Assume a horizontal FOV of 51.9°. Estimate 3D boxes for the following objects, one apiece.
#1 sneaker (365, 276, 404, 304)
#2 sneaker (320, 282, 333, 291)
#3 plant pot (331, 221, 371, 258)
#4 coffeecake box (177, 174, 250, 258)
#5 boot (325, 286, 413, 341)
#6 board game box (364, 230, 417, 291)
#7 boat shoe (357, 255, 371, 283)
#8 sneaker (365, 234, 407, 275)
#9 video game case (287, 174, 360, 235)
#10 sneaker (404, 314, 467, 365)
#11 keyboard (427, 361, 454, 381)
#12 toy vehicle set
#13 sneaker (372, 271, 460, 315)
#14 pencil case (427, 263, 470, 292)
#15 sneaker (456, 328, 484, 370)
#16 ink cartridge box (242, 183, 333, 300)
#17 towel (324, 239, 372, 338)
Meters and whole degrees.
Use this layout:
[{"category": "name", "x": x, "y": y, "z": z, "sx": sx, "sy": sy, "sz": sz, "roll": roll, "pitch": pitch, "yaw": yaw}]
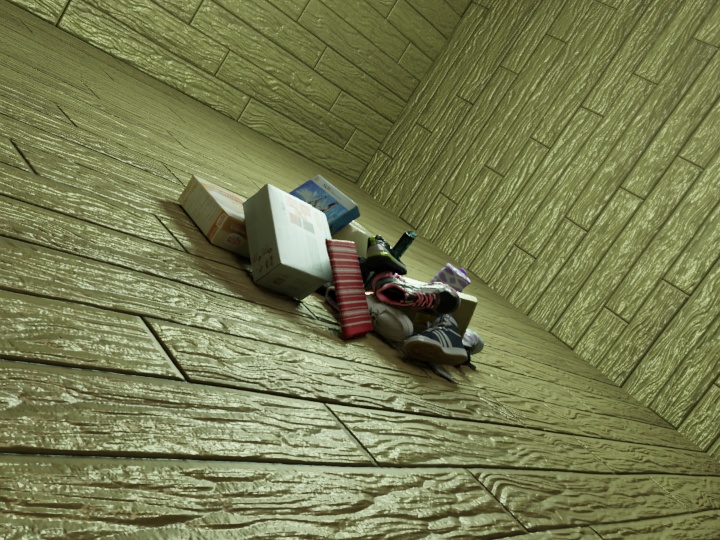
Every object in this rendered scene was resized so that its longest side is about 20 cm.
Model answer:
[{"category": "sneaker", "x": 0.057, "y": 0.054, "z": 1.767, "sx": 0.200, "sy": 0.112, "sz": 0.078, "roll": 22, "pitch": 15, "yaw": -44}, {"category": "sneaker", "x": -0.064, "y": 0.000, "z": 1.733, "sx": 0.075, "sy": 0.076, "sz": 0.200, "roll": 22, "pitch": 8, "yaw": 1}, {"category": "plant pot", "x": -0.047, "y": -0.064, "z": 1.940, "sx": 0.200, "sy": 0.135, "sz": 0.200, "roll": 31, "pitch": 10, "yaw": -6}, {"category": "coffeecake box", "x": -0.284, "y": -0.110, "z": 1.604, "sx": 0.153, "sy": 0.073, "sz": 0.200, "roll": 24, "pitch": 14, "yaw": -45}, {"category": "boot", "x": 0.014, "y": 0.095, "z": 1.608, "sx": 0.200, "sy": 0.074, "sz": 0.096, "roll": 29, "pitch": 14, "yaw": 25}, {"category": "board game box", "x": 0.071, "y": -0.016, "z": 1.887, "sx": 0.028, "sy": 0.200, "sz": 0.135, "roll": 38, "pitch": 11, "yaw": 4}, {"category": "boat shoe", "x": -0.001, "y": -0.002, "z": 1.749, "sx": 0.199, "sy": 0.066, "sz": 0.075, "roll": 58, "pitch": 9, "yaw": -83}, {"category": "sneaker", "x": 0.059, "y": -0.034, "z": 1.688, "sx": 0.200, "sy": 0.072, "sz": 0.083, "roll": 42, "pitch": 39, "yaw": -72}, {"category": "video game case", "x": -0.133, "y": -0.145, "z": 1.899, "sx": 0.181, "sy": 0.200, "sz": 0.045, "roll": 41, "pitch": -22, "yaw": 39}, {"category": "sneaker", "x": 0.158, "y": 0.141, "z": 1.636, "sx": 0.200, "sy": 0.070, "sz": 0.109, "roll": 21, "pitch": 50, "yaw": -46}, {"category": "keyboard", "x": 0.160, "y": 0.196, "z": 1.715, "sx": 0.056, "sy": 0.011, "sz": 0.200, "roll": 28, "pitch": 12, "yaw": -27}, {"category": "toy vehicle set", "x": 0.157, "y": 0.095, "z": 1.715, "sx": 0.200, "sy": 0.124, "sz": 0.027, "roll": 16, "pitch": 23, "yaw": -10}, {"category": "sneaker", "x": 0.120, "y": 0.060, "z": 1.619, "sx": 0.200, "sy": 0.079, "sz": 0.095, "roll": 11, "pitch": 12, "yaw": 3}, {"category": "pencil case", "x": 0.189, "y": 0.073, "z": 1.871, "sx": 0.084, "sy": 0.200, "sz": 0.085, "roll": 48, "pitch": 13, "yaw": 20}, {"category": "sneaker", "x": 0.255, "y": 0.202, "z": 1.825, "sx": 0.200, "sy": 0.078, "sz": 0.140, "roll": 14, "pitch": 21, "yaw": -35}, {"category": "ink cartridge box", "x": -0.140, "y": -0.050, "z": 1.514, "sx": 0.175, "sy": 0.084, "sz": 0.200, "roll": 24, "pitch": 42, "yaw": -44}, {"category": "towel", "x": -0.025, "y": 0.038, "z": 1.505, "sx": 0.145, "sy": 0.022, "sz": 0.200, "roll": 0, "pitch": 77, "yaw": -70}]
